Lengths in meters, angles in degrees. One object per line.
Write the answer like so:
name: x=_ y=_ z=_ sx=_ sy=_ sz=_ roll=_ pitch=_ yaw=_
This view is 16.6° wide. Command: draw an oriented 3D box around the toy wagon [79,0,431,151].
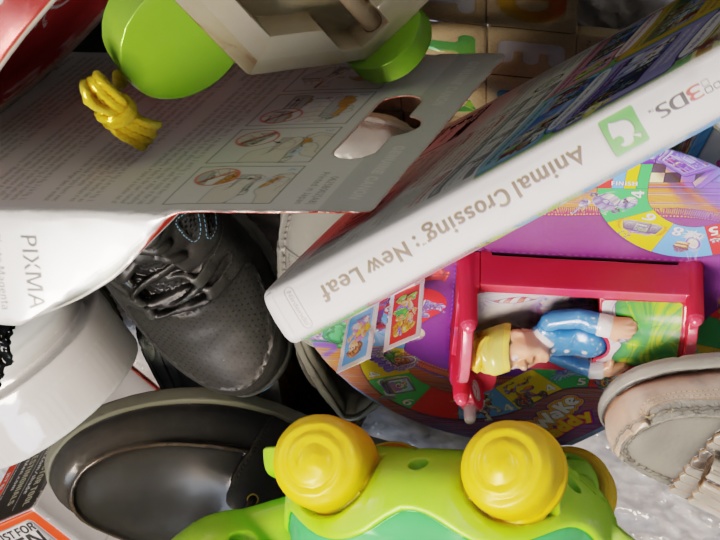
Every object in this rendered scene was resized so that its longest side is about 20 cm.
toy wagon: x=-0.019 y=-0.124 z=0.811 sx=0.155 sy=0.200 sz=0.040 roll=44 pitch=-174 yaw=-47

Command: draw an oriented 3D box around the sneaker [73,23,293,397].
sneaker: x=-0.096 y=-0.018 z=1.030 sx=0.073 sy=0.082 sz=0.200 roll=-23 pitch=115 yaw=19

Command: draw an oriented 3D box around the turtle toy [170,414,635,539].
turtle toy: x=0.014 y=0.115 z=0.991 sx=0.200 sy=0.101 sz=0.146 roll=0 pitch=170 yaw=17

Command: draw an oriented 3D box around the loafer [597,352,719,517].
loafer: x=0.188 y=0.080 z=0.958 sx=0.200 sy=0.063 sz=0.072 roll=10 pitch=142 yaw=-23

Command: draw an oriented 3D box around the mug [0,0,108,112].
mug: x=-0.163 y=-0.163 z=0.873 sx=0.200 sy=0.178 sz=0.133 roll=43 pitch=112 yaw=1

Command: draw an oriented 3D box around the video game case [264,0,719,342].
video game case: x=0.075 y=-0.052 z=0.796 sx=0.182 sy=0.200 sz=0.022 roll=-28 pitch=97 yaw=23

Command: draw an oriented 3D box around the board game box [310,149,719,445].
board game box: x=0.076 y=0.028 z=0.953 sx=0.200 sy=0.039 sz=0.158 roll=-28 pitch=133 yaw=35

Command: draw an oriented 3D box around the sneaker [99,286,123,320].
sneaker: x=-0.208 y=0.016 z=1.163 sx=0.200 sy=0.089 sz=0.077 roll=23 pitch=143 yaw=2

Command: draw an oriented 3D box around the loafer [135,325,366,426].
loafer: x=-0.030 y=0.075 z=1.152 sx=0.072 sy=0.073 sz=0.200 roll=-7 pitch=135 yaw=29

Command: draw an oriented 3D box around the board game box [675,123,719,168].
board game box: x=0.176 y=-0.001 z=0.971 sx=0.134 sy=0.034 sz=0.200 roll=23 pitch=143 yaw=2

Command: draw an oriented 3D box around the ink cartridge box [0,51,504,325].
ink cartridge box: x=-0.065 y=-0.031 z=0.860 sx=0.200 sy=0.163 sz=0.057 roll=6 pitch=115 yaw=18

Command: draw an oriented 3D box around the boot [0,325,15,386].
boot: x=-0.210 y=-0.035 z=0.965 sx=0.162 sy=0.073 sz=0.199 roll=6 pitch=112 yaw=-5

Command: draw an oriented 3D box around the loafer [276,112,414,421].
loafer: x=0.000 y=0.000 z=1.010 sx=0.070 sy=0.070 sz=0.200 roll=5 pitch=154 yaw=8

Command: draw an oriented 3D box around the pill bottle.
pill bottle: x=-0.189 y=-0.017 z=1.070 sx=0.109 sy=0.110 sz=0.200 roll=-18 pitch=115 yaw=43

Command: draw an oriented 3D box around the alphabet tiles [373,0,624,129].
alphabet tiles: x=0.016 y=-0.071 z=0.950 sx=0.199 sy=0.006 sz=0.167 roll=6 pitch=152 yaw=6

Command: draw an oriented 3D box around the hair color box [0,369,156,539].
hair color box: x=-0.086 y=0.146 z=1.244 sx=0.200 sy=0.102 sz=0.061 roll=43 pitch=140 yaw=-21

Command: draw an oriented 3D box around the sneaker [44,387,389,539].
sneaker: x=-0.037 y=0.117 z=1.082 sx=0.200 sy=0.106 sz=0.075 roll=10 pitch=126 yaw=-19
